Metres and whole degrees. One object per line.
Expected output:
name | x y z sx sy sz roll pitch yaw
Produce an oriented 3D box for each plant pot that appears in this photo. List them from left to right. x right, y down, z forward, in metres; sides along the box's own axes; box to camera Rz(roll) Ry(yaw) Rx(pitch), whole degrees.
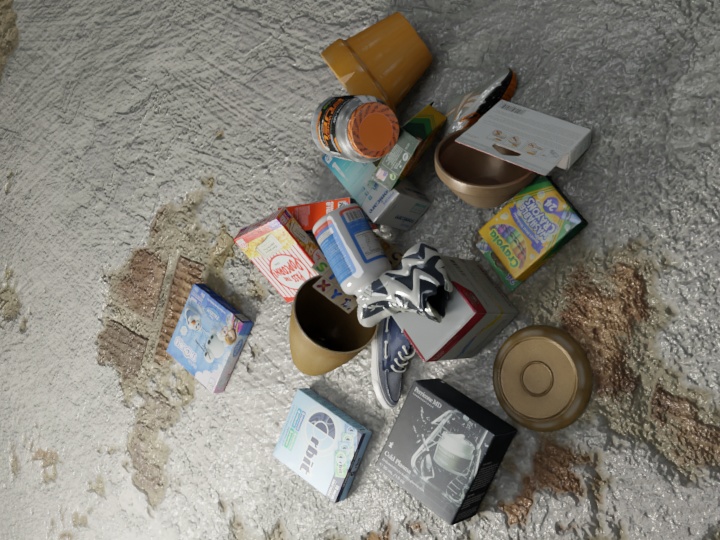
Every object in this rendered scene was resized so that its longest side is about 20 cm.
plant pot | -0.078 0.140 1.628 0.188 0.184 0.201 59 147 22
plant pot | 0.046 -0.434 1.600 0.182 0.200 0.201 -37 66 8
plant pot | 0.241 -0.187 1.471 0.200 0.200 0.094 31 143 31
plant pot | 0.338 0.205 1.440 0.198 0.027 0.204 -4 83 33

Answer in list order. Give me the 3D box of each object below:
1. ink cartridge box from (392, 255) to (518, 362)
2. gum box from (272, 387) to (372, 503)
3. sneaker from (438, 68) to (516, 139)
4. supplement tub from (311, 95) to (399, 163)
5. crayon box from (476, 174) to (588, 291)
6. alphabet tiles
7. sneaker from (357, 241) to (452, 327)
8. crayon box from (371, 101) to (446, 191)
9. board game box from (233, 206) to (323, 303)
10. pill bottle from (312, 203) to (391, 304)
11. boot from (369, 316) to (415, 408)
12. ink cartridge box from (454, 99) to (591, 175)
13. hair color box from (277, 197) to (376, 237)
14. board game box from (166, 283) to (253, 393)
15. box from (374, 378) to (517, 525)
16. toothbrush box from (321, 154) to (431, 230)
ink cartridge box | 0.177 0.073 1.455 0.145 0.199 0.146 -47 63 23
gum box | -0.088 0.386 1.693 0.199 0.044 0.172 27 101 33
sneaker | 0.224 -0.342 1.536 0.200 0.075 0.093 -44 60 21
supplement tub | -0.010 -0.269 1.438 0.200 0.121 0.124 27 102 65
crayon box | 0.319 -0.071 1.461 0.200 0.051 0.126 -45 64 22
alphabet tiles | 0.000 0.000 1.596 0.166 0.200 0.006 35 148 19
sneaker | 0.086 0.062 1.348 0.199 0.079 0.130 -42 55 15
crayon box | 0.105 -0.252 1.518 0.051 0.200 0.128 35 126 4
board game box | -0.165 -0.031 1.693 0.150 0.047 0.201 -21 118 39
pill bottle | -0.006 -0.022 1.521 0.112 0.112 0.202 -33 78 26
boot | 0.074 0.183 1.586 0.089 0.072 0.203 -15 77 37
ink cartridge box | 0.303 -0.237 1.421 0.199 0.173 0.044 27 143 30
hair color box | -0.075 -0.114 1.687 0.198 0.110 0.065 -6 84 33
board game box | -0.381 0.168 1.904 0.199 0.043 0.201 32 105 31
box | 0.166 0.348 1.486 0.199 0.123 0.199 30 100 31
toothbrush box | 0.034 -0.188 1.601 0.085 0.146 0.201 -47 63 20
